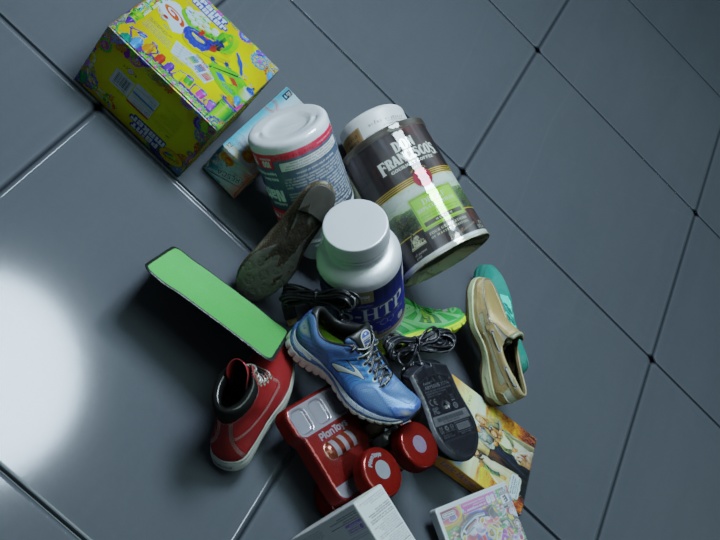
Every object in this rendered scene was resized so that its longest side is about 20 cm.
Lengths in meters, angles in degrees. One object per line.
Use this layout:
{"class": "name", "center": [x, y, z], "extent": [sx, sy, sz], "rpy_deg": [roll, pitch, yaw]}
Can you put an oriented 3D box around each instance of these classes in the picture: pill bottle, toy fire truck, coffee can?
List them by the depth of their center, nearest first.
{"class": "toy fire truck", "center": [-0.005, 0.220, 1.450], "extent": [0.199, 0.112, 0.169], "rpy_deg": [-26, 82, -48]}
{"class": "pill bottle", "center": [0.000, 0.000, 1.523], "extent": [0.118, 0.201, 0.121], "rpy_deg": [-3, 53, 4]}
{"class": "pill bottle", "center": [-0.075, -0.122, 1.570], "extent": [0.120, 0.119, 0.201], "rpy_deg": [-58, 138, -46]}
{"class": "coffee can", "center": [0.078, -0.100, 1.610], "extent": [0.146, 0.146, 0.201], "rpy_deg": [-19, 75, -46]}
{"class": "pill bottle", "center": [0.056, -0.153, 1.754], "extent": [0.114, 0.114, 0.201], "rpy_deg": [-11, 70, -44]}

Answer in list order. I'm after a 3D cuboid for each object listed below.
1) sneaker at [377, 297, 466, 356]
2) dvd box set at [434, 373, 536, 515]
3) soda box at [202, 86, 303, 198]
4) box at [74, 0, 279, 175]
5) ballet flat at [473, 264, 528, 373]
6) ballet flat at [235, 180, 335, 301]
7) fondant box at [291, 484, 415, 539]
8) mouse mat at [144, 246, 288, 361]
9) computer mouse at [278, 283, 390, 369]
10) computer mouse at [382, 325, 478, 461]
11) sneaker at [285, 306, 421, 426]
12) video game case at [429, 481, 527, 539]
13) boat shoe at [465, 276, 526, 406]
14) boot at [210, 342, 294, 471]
{"class": "sneaker", "center": [0.084, 0.073, 1.656], "extent": [0.199, 0.074, 0.084], "rpy_deg": [-8, 72, -43]}
{"class": "dvd box set", "center": [0.172, 0.257, 1.639], "extent": [0.199, 0.029, 0.147], "rpy_deg": [38, 44, -15]}
{"class": "soda box", "center": [-0.149, -0.193, 1.645], "extent": [0.068, 0.064, 0.200], "rpy_deg": [45, 42, -6]}
{"class": "box", "center": [-0.257, -0.281, 1.568], "extent": [0.200, 0.122, 0.193], "rpy_deg": [44, 43, -7]}
{"class": "ballet flat", "center": [0.213, 0.077, 1.766], "extent": [0.070, 0.067, 0.202], "rpy_deg": [5, 60, -45]}
{"class": "ballet flat", "center": [-0.102, -0.042, 1.506], "extent": [0.067, 0.201, 0.046], "rpy_deg": [32, 14, -18]}
{"class": "fondant box", "center": [0.020, 0.381, 1.340], "extent": [0.058, 0.144, 0.201], "rpy_deg": [-24, 79, -48]}
{"class": "mouse mat", "center": [-0.181, 0.040, 1.421], "extent": [0.199, 0.008, 0.161], "rpy_deg": [36, 11, -2]}
{"class": "computer mouse", "center": [-0.043, 0.098, 1.517], "extent": [0.046, 0.139, 0.201], "rpy_deg": [-60, 144, -34]}
{"class": "computer mouse", "center": [0.104, 0.183, 1.566], "extent": [0.138, 0.053, 0.202], "rpy_deg": [-4, 66, -40]}
{"class": "sneaker", "center": [-0.003, 0.121, 1.426], "extent": [0.199, 0.089, 0.079], "rpy_deg": [36, 34, 4]}
{"class": "video game case", "center": [0.186, 0.411, 1.534], "extent": [0.142, 0.018, 0.202], "rpy_deg": [-11, 75, -39]}
{"class": "boat shoe", "center": [0.217, 0.102, 1.682], "extent": [0.071, 0.076, 0.202], "rpy_deg": [-2, 76, -47]}
{"class": "boot", "center": [-0.131, 0.131, 1.375], "extent": [0.072, 0.145, 0.201], "rpy_deg": [15, 44, 10]}
